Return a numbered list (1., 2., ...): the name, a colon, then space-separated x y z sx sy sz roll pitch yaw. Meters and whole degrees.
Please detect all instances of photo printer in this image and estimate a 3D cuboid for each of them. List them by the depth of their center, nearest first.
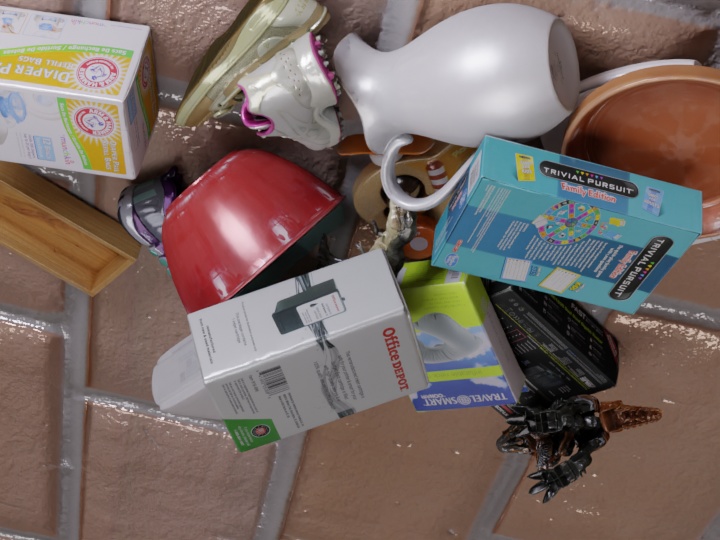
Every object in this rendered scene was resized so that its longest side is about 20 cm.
1. photo printer: 0.264 -0.105 1.399 0.165 0.070 0.200 -14 134 28
2. photo printer: -0.098 0.111 1.636 0.199 0.070 0.166 12 150 -37

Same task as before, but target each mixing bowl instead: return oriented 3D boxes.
1. mixing bowl: -0.122 -0.048 1.500 0.109 0.200 0.200 50 134 -3

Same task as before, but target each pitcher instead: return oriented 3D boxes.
1. pitcher: 0.092 -0.142 1.343 0.199 0.121 0.173 -6 112 28

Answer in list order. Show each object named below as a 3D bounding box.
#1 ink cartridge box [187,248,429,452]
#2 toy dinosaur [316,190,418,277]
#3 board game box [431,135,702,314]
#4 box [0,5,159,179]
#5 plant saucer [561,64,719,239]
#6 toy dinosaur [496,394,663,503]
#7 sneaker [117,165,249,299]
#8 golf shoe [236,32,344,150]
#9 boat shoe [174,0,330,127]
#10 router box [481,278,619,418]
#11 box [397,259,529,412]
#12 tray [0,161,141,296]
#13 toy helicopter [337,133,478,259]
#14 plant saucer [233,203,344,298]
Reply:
1. ink cartridge box: -0.047 0.078 1.449 0.199 0.083 0.147 -18 144 -1
2. toy dinosaur: 0.000 0.000 1.484 0.088 0.048 0.201 14 138 1
3. board game box: 0.179 -0.037 1.349 0.199 0.047 0.151 13 148 -9
4. box: -0.299 -0.171 1.439 0.198 0.102 0.113 9 142 4
5. plant saucer: 0.274 -0.103 1.319 0.199 0.032 0.201 7 141 5
6. toy dinosaur: 0.225 0.166 1.630 0.200 0.135 0.102 -43 77 37
7. sneaker: -0.164 -0.026 1.610 0.087 0.075 0.200 -25 130 28
8. golf shoe: -0.065 -0.151 1.377 0.091 0.076 0.200 -24 166 -4
9. boat shoe: -0.105 -0.188 1.394 0.063 0.073 0.201 32 130 -17
10. router box: 0.165 0.073 1.652 0.149 0.062 0.200 -24 130 35
11. box: 0.089 0.076 1.585 0.121 0.048 0.201 -7 130 26
12. tray: -0.346 -0.052 1.651 0.199 0.037 0.098 33 137 -23
13. toy helicopter: 0.069 -0.111 1.451 0.132 0.079 0.200 34 124 -28
14. plant saucer: -0.076 -0.009 1.563 0.019 0.070 0.200 48 147 -2
